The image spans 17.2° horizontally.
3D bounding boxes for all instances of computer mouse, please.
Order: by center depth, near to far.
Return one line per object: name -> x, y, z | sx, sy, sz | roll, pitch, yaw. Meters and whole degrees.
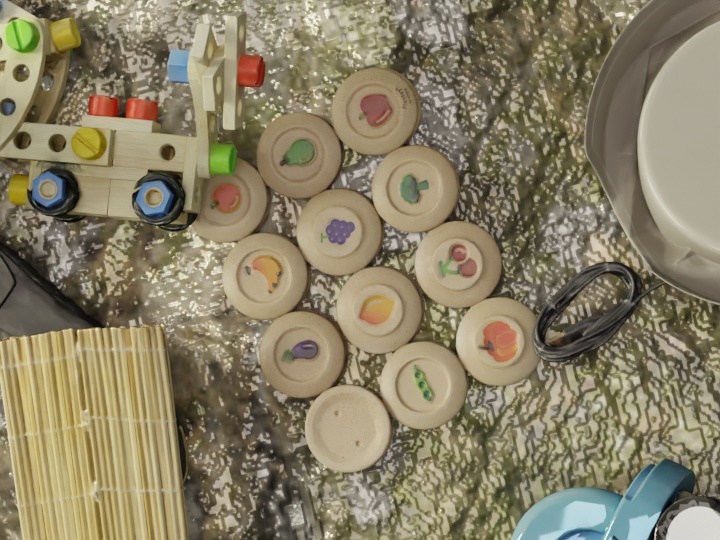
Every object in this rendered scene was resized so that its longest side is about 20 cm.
computer mouse -> 0.188, 0.005, 1.320 | 0.200, 0.034, 0.059 | -21, 71, 9

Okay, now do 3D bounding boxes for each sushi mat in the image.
sushi mat -> -0.146, 0.126, 1.337 | 0.095, 0.012, 0.201 | -3, 107, 6

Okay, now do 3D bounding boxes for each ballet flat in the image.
ballet flat -> -0.170, 0.050, 1.362 | 0.066, 0.057, 0.200 | -44, 90, -6

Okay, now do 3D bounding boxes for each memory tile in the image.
memory tile -> 0.000, 0.000, 1.352 | 0.153, 0.017, 0.200 | -29, 86, 6

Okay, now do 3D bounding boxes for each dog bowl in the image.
dog bowl -> 0.223, -0.068, 1.283 | 0.200, 0.059, 0.201 | -4, 73, 14

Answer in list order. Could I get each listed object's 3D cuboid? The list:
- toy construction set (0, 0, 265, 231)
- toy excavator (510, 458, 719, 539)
toy construction set -> -0.140, -0.092, 1.333 | 0.200, 0.092, 0.132 | 4, 86, 25
toy excavator -> 0.096, 0.175, 1.306 | 0.200, 0.100, 0.195 | 26, 90, 20
